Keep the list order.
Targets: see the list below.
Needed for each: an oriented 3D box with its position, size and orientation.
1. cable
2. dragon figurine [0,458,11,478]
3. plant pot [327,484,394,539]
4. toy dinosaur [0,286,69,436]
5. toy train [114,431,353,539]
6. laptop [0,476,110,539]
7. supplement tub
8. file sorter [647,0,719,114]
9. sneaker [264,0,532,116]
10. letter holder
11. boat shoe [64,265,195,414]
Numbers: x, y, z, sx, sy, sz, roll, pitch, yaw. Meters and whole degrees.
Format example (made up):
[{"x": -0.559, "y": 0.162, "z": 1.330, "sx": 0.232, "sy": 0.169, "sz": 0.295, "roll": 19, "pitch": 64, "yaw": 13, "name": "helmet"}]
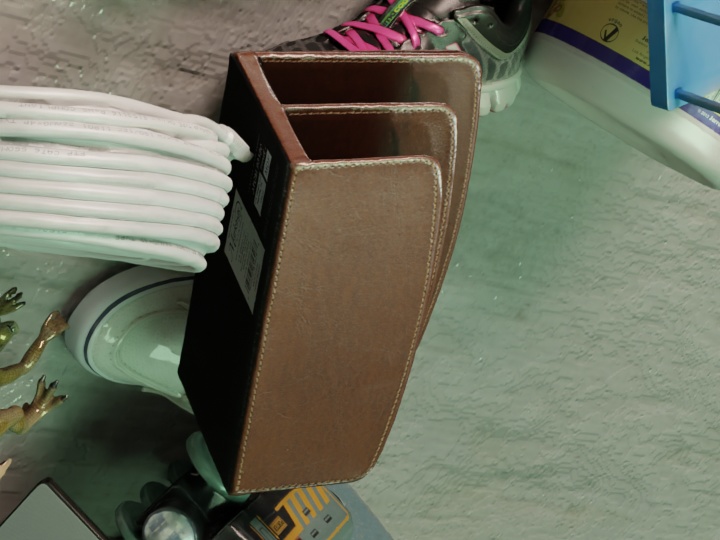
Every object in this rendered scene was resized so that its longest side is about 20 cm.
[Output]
[{"x": -0.156, "y": -0.044, "z": 1.117, "sx": 0.200, "sy": 0.198, "sz": 0.070, "roll": 14, "pitch": 83, "yaw": -84, "name": "cable"}, {"x": -0.219, "y": 0.083, "z": 1.176, "sx": 0.059, "sy": 0.201, "sz": 0.099, "roll": -7, "pitch": 171, "yaw": -45, "name": "dragon figurine"}, {"x": -0.074, "y": 0.260, "z": 1.487, "sx": 0.199, "sy": 0.196, "sz": 0.197, "roll": 1, "pitch": 123, "yaw": -39, "name": "plant pot"}, {"x": -0.199, "y": 0.072, "z": 1.266, "sx": 0.101, "sy": 0.058, "sz": 0.201, "roll": -44, "pitch": 161, "yaw": -44, "name": "toy dinosaur"}, {"x": -0.063, "y": 0.142, "z": 1.399, "sx": 0.085, "sy": 0.114, "sz": 0.200, "roll": -43, "pitch": 178, "yaw": 14, "name": "toy train"}, {"x": -0.181, "y": 0.255, "z": 1.339, "sx": 0.200, "sy": 0.187, "sz": 0.116, "roll": -46, "pitch": 178, "yaw": 31, "name": "laptop"}, {"x": 0.197, "y": -0.162, "z": 1.390, "sx": 0.145, "sy": 0.145, "sz": 0.201, "roll": 29, "pitch": 92, "yaw": -53, "name": "supplement tub"}, {"x": 0.227, "y": -0.179, "z": 1.222, "sx": 0.138, "sy": 0.122, "sz": 0.201, "roll": -25, "pitch": 122, "yaw": -33, "name": "file sorter"}, {"x": 0.021, "y": -0.123, "z": 1.323, "sx": 0.199, "sy": 0.074, "sz": 0.088, "roll": -14, "pitch": 133, "yaw": -43, "name": "sneaker"}, {"x": 0.000, "y": 0.000, "z": 1.262, "sx": 0.141, "sy": 0.101, "sz": 0.201, "roll": -3, "pitch": 127, "yaw": -21, "name": "letter holder"}, {"x": -0.067, "y": 0.052, "z": 1.381, "sx": 0.201, "sy": 0.086, "sz": 0.075, "roll": 12, "pitch": 115, "yaw": -49, "name": "boat shoe"}]
